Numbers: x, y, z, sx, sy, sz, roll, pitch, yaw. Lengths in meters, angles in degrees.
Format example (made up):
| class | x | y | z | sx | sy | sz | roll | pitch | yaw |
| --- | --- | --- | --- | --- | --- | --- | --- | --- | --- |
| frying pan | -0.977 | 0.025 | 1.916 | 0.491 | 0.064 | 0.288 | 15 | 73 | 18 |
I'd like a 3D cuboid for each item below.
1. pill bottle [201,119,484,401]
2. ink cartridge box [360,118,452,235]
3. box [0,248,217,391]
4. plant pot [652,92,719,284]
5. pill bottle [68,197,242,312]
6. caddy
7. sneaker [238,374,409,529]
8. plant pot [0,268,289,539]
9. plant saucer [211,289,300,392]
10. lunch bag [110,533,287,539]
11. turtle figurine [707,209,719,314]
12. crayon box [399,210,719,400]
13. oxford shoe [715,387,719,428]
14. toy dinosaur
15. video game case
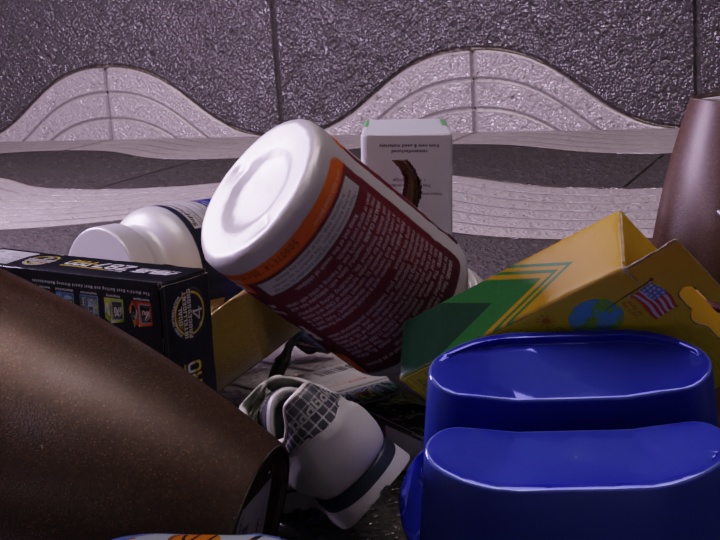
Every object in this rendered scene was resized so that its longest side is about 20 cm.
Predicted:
| class | x | y | z | sx | sy | sz | roll | pitch | yaw |
| --- | --- | --- | --- | --- | --- | --- | --- | --- | --- |
| pill bottle | 0.000 | 0.000 | 0.847 | 0.200 | 0.115 | 0.114 | 38 | -11 | -31 |
| ink cartridge box | 0.043 | -0.035 | 1.176 | 0.083 | 0.202 | 0.146 | -1 | 12 | 1 |
| box | -0.181 | 0.073 | 0.834 | 0.199 | 0.163 | 0.049 | 6 | 16 | 34 |
| plant pot | 0.363 | -0.067 | 1.199 | 0.185 | 0.202 | 0.187 | -5 | 12 | 1 |
| pill bottle | -0.148 | -0.002 | 1.092 | 0.115 | 0.117 | 0.199 | 7 | 13 | 40 |
| caddy | 0.119 | 0.114 | 0.702 | 0.198 | 0.106 | 0.142 | -2 | 36 | 7 |
| sneaker | -0.043 | 0.099 | 0.765 | 0.077 | 0.080 | 0.200 | -52 | 15 | -22 |
| plant pot | -0.146 | 0.111 | 0.678 | 0.198 | 0.189 | 0.187 | 16 | 17 | 13 |
| plant saucer | -0.107 | 0.063 | 0.962 | 0.199 | 0.049 | 0.200 | -37 | 1 | 23 |
| lunch bag | -0.059 | 0.177 | 0.531 | 0.198 | 0.076 | 0.160 | -1 | 15 | 9 |
| turtle figurine | 0.280 | 0.032 | 1.032 | 0.148 | 0.101 | 0.200 | -16 | 25 | 12 |
| crayon box | 0.139 | 0.044 | 0.772 | 0.199 | 0.127 | 0.051 | -28 | 36 | 31 |
| oxford shoe | 0.303 | 0.076 | 0.876 | 0.199 | 0.074 | 0.071 | -14 | 16 | -41 |
| toy dinosaur | -0.007 | 0.018 | 1.077 | 0.104 | 0.202 | 0.181 | 21 | -11 | -35 |
| video game case | 0.071 | 0.094 | 0.954 | 0.199 | 0.036 | 0.181 | -12 | 15 | -34 |
